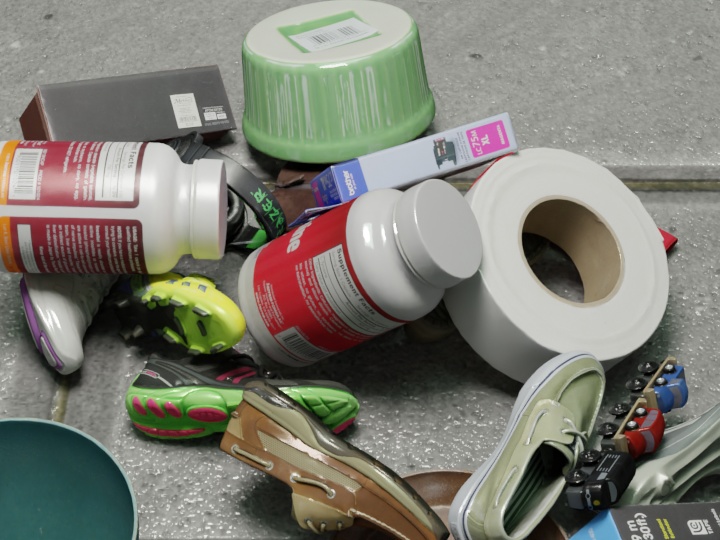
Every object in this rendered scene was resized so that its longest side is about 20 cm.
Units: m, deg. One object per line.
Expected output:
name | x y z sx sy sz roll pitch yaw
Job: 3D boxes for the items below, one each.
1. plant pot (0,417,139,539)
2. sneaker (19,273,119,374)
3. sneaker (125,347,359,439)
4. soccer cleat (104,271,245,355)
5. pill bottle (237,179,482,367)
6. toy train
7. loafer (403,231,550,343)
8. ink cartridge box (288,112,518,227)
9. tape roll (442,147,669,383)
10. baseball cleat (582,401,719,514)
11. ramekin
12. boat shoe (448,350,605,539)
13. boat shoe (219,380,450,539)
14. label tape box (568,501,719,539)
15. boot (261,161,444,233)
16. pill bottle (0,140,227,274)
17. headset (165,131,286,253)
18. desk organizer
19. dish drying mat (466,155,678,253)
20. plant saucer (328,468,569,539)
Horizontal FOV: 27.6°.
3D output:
plant pot | -0.254 0.229 1.066 0.197 0.136 0.202 0 45 0
sneaker | -0.258 0.005 1.323 0.098 0.075 0.201 -10 47 -8
sneaker | -0.098 0.097 1.235 0.197 0.077 0.084 5 50 4
soccer cleat | -0.148 0.026 1.259 0.083 0.065 0.199 -35 21 -29
pill bottle | 0.000 0.000 1.223 0.199 0.112 0.113 -25 32 37
toy train | 0.215 0.124 1.148 0.045 0.034 0.200 0 27 33
loafer | 0.099 -0.003 1.327 0.199 0.067 0.076 -37 87 -36
ink cartridge box | 0.031 -0.088 1.300 0.198 0.119 0.042 -20 91 -11
tape roll | 0.169 -0.003 1.276 0.200 0.071 0.205 11 61 -20
baseball cleat | 0.251 0.140 1.198 0.199 0.071 0.106 -24 32 -36
ramekin | -0.026 -0.196 1.466 0.197 0.099 0.201 -5 30 3
boat shoe | 0.145 0.142 1.140 0.062 0.072 0.201 -7 38 52
boat shoe | -0.023 0.166 1.134 0.199 0.076 0.074 34 86 19
label tape box | 0.222 0.246 1.067 0.197 0.064 0.145 1 44 -19
boot | -0.017 -0.031 1.381 0.164 0.073 0.201 2 46 20
pill bottle | -0.216 -0.053 1.257 0.197 0.114 0.114 1 46 0
headset | -0.161 -0.064 1.371 0.199 0.124 0.094 19 61 38
desk organizer | -0.234 -0.149 1.470 0.198 0.077 0.073 -12 79 -32
dish drying mat | 0.203 -0.051 1.418 0.199 0.018 0.077 31 54 25
plant saucer | 0.069 0.243 1.123 0.197 0.035 0.202 -1 46 1
